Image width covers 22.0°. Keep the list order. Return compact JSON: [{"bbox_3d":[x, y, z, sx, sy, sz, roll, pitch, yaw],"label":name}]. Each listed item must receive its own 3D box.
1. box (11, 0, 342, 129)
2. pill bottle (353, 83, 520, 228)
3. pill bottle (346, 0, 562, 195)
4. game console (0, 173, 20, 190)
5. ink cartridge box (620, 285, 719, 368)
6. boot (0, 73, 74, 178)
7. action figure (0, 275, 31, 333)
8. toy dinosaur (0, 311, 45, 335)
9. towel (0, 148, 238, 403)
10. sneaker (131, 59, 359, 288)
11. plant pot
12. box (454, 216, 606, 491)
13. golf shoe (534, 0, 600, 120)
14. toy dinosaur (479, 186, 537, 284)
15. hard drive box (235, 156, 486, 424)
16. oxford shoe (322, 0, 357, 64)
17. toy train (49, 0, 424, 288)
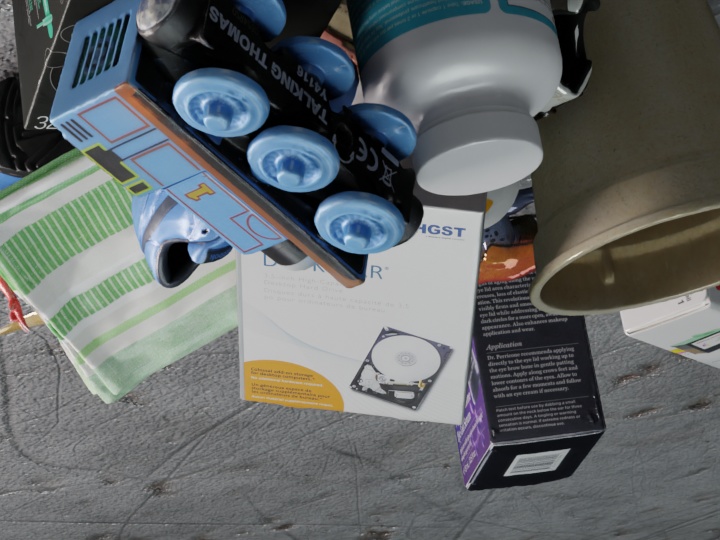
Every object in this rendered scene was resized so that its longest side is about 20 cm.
[{"bbox_3d":[-0.099,-0.171,0.985,0.147,0.125,0.200,-1,157,-21],"label":"box"},{"bbox_3d":[0.033,-0.083,1.292,0.109,0.110,0.200,-21,159,28],"label":"pill bottle"},{"bbox_3d":[0.047,-0.146,1.010,0.110,0.201,0.111,-8,159,-3],"label":"pill bottle"},{"bbox_3d":[-0.322,-0.021,1.291,0.116,0.176,0.199,42,134,-19],"label":"game console"},{"bbox_3d":[0.288,-0.007,1.562,0.084,0.146,0.199,-23,156,31],"label":"ink cartridge box"},{"bbox_3d":[-0.153,-0.079,1.271,0.198,0.077,0.168,-13,158,-1],"label":"boot"},{"bbox_3d":[-0.275,0.017,1.270,0.065,0.100,0.200,-20,173,-15],"label":"action figure"},{"bbox_3d":[-0.190,0.030,1.376,0.199,0.059,0.101,-12,149,41],"label":"toy dinosaur"},{"bbox_3d":[-0.153,-0.006,1.226,0.152,0.023,0.200,-30,135,1],"label":"towel"},{"bbox_3d":[-0.062,-0.051,1.034,0.066,0.079,0.200,9,152,-36],"label":"sneaker"},{"bbox_3d":[0.186,-0.091,1.227,0.199,0.185,0.201,-13,162,-4],"label":"plant pot"},{"bbox_3d":[0.135,0.074,1.628,0.103,0.201,0.148,-6,158,-8],"label":"box"},{"bbox_3d":[0.090,-0.112,1.154,0.077,0.094,0.201,-21,138,-36],"label":"golf shoe"},{"bbox_3d":[0.085,-0.016,1.460,0.181,0.200,0.105,-44,136,3],"label":"toy dinosaur"},{"bbox_3d":[0.000,0.000,1.192,0.155,0.077,0.201,6,135,5],"label":"hard drive box"},{"bbox_3d":[0.036,-0.141,1.121,0.071,0.199,0.074,24,96,-56],"label":"oxford shoe"},{"bbox_3d":[-0.055,-0.066,0.926,0.114,0.087,0.200,-19,137,34],"label":"toy train"}]
